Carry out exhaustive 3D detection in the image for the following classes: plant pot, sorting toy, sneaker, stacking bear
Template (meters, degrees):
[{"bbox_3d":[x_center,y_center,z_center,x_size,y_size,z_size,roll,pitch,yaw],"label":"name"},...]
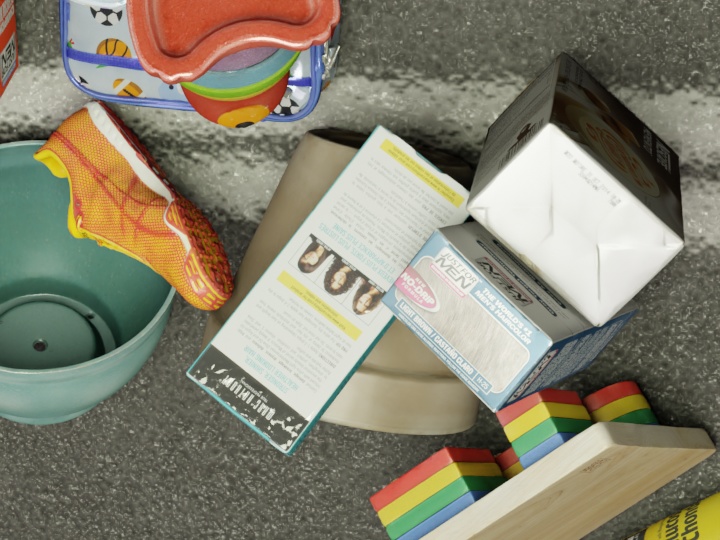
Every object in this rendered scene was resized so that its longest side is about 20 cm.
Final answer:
[{"bbox_3d":[0.000,0.000,1.406,0.199,0.200,0.175,12,100,7],"label":"plant pot"},{"bbox_3d":[0.120,0.146,1.438,0.200,0.198,0.070,-36,68,22],"label":"sorting toy"},{"bbox_3d":[-0.152,-0.032,1.404,0.077,0.200,0.073,-44,143,2],"label":"sneaker"},{"bbox_3d":[-0.081,-0.149,1.270,0.121,0.200,0.114,-16,78,-5],"label":"stacking bear"},{"bbox_3d":[-0.229,0.026,1.471,0.199,0.201,0.135,18,144,5],"label":"plant pot"}]

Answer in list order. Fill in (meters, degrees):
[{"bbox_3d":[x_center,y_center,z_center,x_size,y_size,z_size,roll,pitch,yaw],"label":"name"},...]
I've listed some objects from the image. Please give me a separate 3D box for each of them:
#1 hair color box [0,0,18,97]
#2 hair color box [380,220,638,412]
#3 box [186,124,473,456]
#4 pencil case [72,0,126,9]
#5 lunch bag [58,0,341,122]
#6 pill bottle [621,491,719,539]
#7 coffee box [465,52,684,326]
[{"bbox_3d":[-0.297,-0.221,1.395,0.110,0.064,0.201,2,119,4],"label":"hair color box"},{"bbox_3d":[0.098,0.021,1.291,0.100,0.200,0.061,44,108,13],"label":"hair color box"},{"bbox_3d":[-0.016,0.014,1.299,0.082,0.049,0.200,38,85,7],"label":"box"},{"bbox_3d":[-0.174,-0.264,1.314,0.083,0.201,0.091,-6,146,-16],"label":"pencil case"},{"bbox_3d":[-0.106,-0.179,1.402,0.199,0.076,0.161,9,117,10],"label":"lunch bag"},{"bbox_3d":[0.241,0.230,1.478,0.199,0.112,0.112,-30,104,22],"label":"pill bottle"},{"bbox_3d":[0.141,-0.057,1.323,0.114,0.200,0.080,42,108,-6],"label":"coffee box"}]
